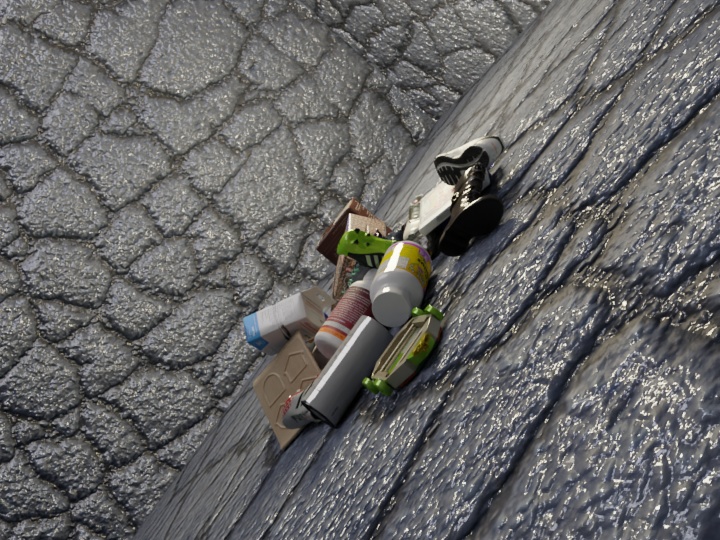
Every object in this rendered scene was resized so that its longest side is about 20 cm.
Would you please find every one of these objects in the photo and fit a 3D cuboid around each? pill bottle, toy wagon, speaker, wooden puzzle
[{"bbox_3d":[0.077,0.027,1.315,0.104,0.104,0.201,-47,8,29],"label":"pill bottle"},{"bbox_3d":[0.075,0.128,1.069,0.156,0.039,0.200,-54,8,-14],"label":"toy wagon"},{"bbox_3d":[-0.022,0.183,1.255,0.201,0.081,0.081,-54,7,-19],"label":"speaker"},{"bbox_3d":[0.000,0.098,1.419,0.201,0.113,0.113,-55,8,-24],"label":"pill bottle"},{"bbox_3d":[-0.147,0.265,1.511,0.186,0.046,0.201,-49,49,20],"label":"wooden puzzle"}]

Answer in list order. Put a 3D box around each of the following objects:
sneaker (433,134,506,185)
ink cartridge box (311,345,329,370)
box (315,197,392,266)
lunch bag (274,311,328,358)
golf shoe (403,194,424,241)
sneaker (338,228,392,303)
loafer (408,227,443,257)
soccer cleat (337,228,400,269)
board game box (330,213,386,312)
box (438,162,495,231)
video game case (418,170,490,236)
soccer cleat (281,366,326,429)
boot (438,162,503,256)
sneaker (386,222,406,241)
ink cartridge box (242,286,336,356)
[{"bbox_3d":[0.232,-0.235,1.446,0.080,0.074,0.199,-35,14,-26],"label":"sneaker"},{"bbox_3d":[-0.055,0.173,1.584,0.200,0.067,0.117,-49,7,25],"label":"ink cartridge box"},{"bbox_3d":[-0.004,-0.083,2.041,0.165,0.199,0.166,-49,6,14],"label":"box"},{"bbox_3d":[-0.145,0.212,1.717,0.171,0.123,0.201,-57,-7,-34],"label":"lunch bag"},{"bbox_3d":[0.135,-0.121,1.637,0.076,0.089,0.200,-14,14,16],"label":"golf shoe"},{"bbox_3d":[0.000,0.000,1.522,0.200,0.087,0.074,-49,20,6],"label":"sneaker"},{"bbox_3d":[0.107,-0.025,1.540,0.200,0.072,0.073,-47,11,42],"label":"loafer"},{"bbox_3d":[0.044,-0.030,1.452,0.081,0.198,0.068,-43,30,53],"label":"soccer cleat"},{"bbox_3d":[-0.005,-0.010,1.685,0.160,0.095,0.202,-90,13,-63],"label":"board game box"},{"bbox_3d":[0.243,-0.172,1.552,0.200,0.032,0.121,-49,7,20],"label":"box"},{"bbox_3d":[0.203,-0.173,1.501,0.182,0.023,0.201,-39,15,21],"label":"video game case"},{"bbox_3d":[-0.101,0.275,1.363,0.200,0.068,0.086,-46,27,33],"label":"soccer cleat"},{"bbox_3d":[0.209,-0.136,1.281,0.200,0.069,0.176,-45,22,55],"label":"boot"},{"bbox_3d":[0.108,-0.069,1.735,0.147,0.077,0.202,-57,7,-23],"label":"sneaker"},{"bbox_3d":[-0.156,0.119,1.573,0.198,0.069,0.116,-24,-30,14],"label":"ink cartridge box"}]
